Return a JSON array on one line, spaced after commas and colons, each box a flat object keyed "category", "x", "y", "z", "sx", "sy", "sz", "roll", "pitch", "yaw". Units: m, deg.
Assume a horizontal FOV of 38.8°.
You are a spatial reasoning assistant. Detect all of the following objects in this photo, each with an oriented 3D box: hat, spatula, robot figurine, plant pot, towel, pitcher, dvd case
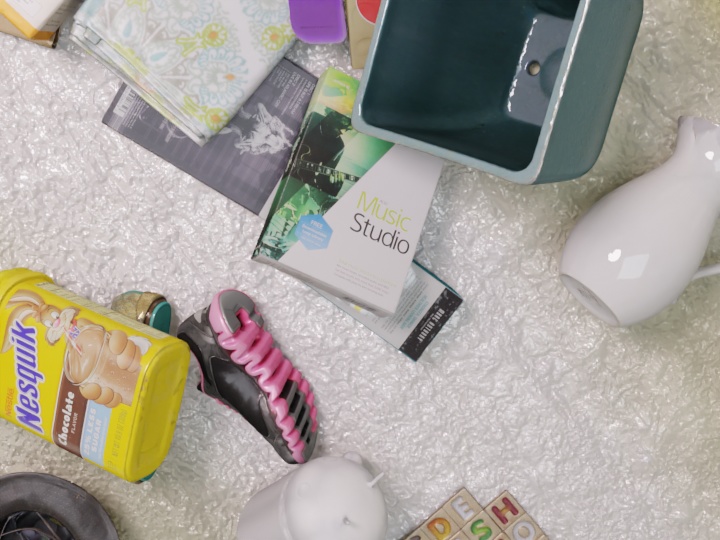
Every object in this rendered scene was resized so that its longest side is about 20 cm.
[{"category": "hat", "x": -0.347, "y": 0.295, "z": 1.065, "sx": 0.199, "sy": 0.081, "sz": 0.202, "roll": -2, "pitch": 99, "yaw": -11}, {"category": "spatula", "x": -0.056, "y": -0.308, "z": 0.951, "sx": 0.056, "sy": 0.021, "sz": 0.201, "roll": -9, "pitch": 80, "yaw": -26}, {"category": "robot figurine", "x": -0.048, "y": 0.256, "z": 1.029, "sx": 0.113, "sy": 0.170, "sz": 0.200, "roll": 38, "pitch": 137, "yaw": -13}, {"category": "plant pot", "x": 0.144, "y": -0.187, "z": 0.916, "sx": 0.196, "sy": 0.200, "sz": 0.197, "roll": 23, "pitch": 103, "yaw": 34}, {"category": "towel", "x": -0.149, "y": -0.242, "z": 0.959, "sx": 0.171, "sy": 0.048, "sz": 0.200, "roll": 41, "pitch": 85, "yaw": -12}, {"category": "pitcher", "x": 0.309, "y": -0.026, "z": 1.020, "sx": 0.200, "sy": 0.121, "sz": 0.172, "roll": -46, "pitch": 109, "yaw": -5}, {"category": "dvd case", "x": -0.132, "y": -0.158, "z": 1.009, "sx": 0.199, "sy": 0.016, "sz": 0.149, "roll": 31, "pitch": 98, "yaw": -9}]

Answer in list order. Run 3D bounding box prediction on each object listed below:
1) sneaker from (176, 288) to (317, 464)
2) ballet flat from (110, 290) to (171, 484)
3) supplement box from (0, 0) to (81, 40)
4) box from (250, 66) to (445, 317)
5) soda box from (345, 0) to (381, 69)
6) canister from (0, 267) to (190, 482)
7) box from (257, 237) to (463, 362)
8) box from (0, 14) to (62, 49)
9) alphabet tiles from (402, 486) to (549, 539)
[{"category": "sneaker", "x": -0.118, "y": 0.118, "z": 1.052, "sx": 0.095, "sy": 0.079, "sz": 0.201, "roll": -24, "pitch": 103, "yaw": 25}, {"category": "ballet flat", "x": -0.233, "y": 0.116, "z": 1.044, "sx": 0.070, "sy": 0.071, "sz": 0.201, "roll": 5, "pitch": 103, "yaw": -5}, {"category": "supplement box", "x": -0.271, "y": -0.322, "z": 0.913, "sx": 0.126, "sy": 0.074, "sz": 0.200, "roll": 43, "pitch": 96, "yaw": -11}, {"category": "box", "x": -0.004, "y": -0.074, "z": 0.973, "sx": 0.144, "sy": 0.036, "sz": 0.201, "roll": 24, "pitch": 72, "yaw": -18}, {"category": "soda box", "x": 0.016, "y": -0.291, "z": 0.932, "sx": 0.067, "sy": 0.064, "sz": 0.201, "roll": -5, "pitch": 123, "yaw": 0}, {"category": "canister", "x": -0.271, "y": 0.098, "z": 0.978, "sx": 0.199, "sy": 0.086, "sz": 0.149, "roll": 20, "pitch": 105, "yaw": 21}, {"category": "box", "x": 0.000, "y": 0.000, "z": 1.026, "sx": 0.200, "sy": 0.049, "sz": 0.082, "roll": 36, "pitch": 97, "yaw": -15}, {"category": "box", "x": -0.363, "y": -0.317, "z": 0.958, "sx": 0.199, "sy": 0.021, "sz": 0.164, "roll": 18, "pitch": 101, "yaw": -8}, {"category": "alphabet tiles", "x": 0.117, "y": 0.342, "z": 1.126, "sx": 0.200, "sy": 0.008, "sz": 0.167, "roll": -41, "pitch": 97, "yaw": 1}]
